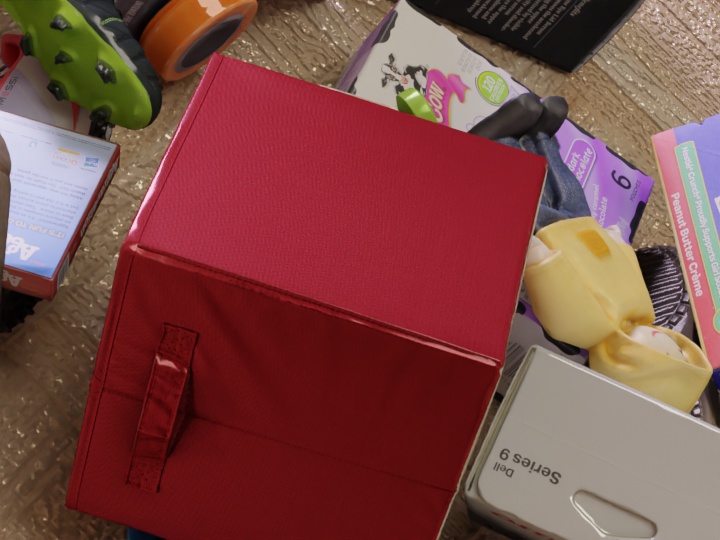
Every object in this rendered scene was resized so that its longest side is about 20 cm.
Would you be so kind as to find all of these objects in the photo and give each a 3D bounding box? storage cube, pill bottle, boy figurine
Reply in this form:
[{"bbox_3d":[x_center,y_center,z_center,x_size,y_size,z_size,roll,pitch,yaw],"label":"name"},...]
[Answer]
[{"bbox_3d":[-0.025,0.031,1.104,0.179,0.172,0.200,17,37,0],"label":"storage cube"},{"bbox_3d":[-0.146,-0.206,1.310,0.106,0.106,0.200,-31,79,-44],"label":"pill bottle"},{"bbox_3d":[0.125,-0.002,1.274,0.124,0.064,0.201,5,52,-56],"label":"boy figurine"}]

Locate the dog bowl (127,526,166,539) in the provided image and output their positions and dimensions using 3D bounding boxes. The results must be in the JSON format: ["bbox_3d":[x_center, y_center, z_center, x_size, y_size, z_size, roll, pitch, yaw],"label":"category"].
[{"bbox_3d":[-0.041,0.131,1.159,0.111,0.050,0.200,32,43,14],"label":"dog bowl"}]

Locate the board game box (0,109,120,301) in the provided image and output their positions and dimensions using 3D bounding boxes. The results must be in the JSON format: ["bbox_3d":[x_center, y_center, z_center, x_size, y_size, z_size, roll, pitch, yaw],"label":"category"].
[{"bbox_3d":[-0.232,-0.052,1.145,0.199,0.020,0.103,16,46,5],"label":"board game box"}]

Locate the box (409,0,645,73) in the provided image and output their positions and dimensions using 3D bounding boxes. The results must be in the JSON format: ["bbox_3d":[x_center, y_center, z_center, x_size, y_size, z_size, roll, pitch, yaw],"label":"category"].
[{"bbox_3d":[0.087,-0.245,1.504,0.199,0.104,0.149,19,49,-22],"label":"box"}]

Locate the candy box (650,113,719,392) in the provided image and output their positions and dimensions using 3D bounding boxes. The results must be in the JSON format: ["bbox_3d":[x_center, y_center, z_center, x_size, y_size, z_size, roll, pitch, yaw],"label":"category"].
[{"bbox_3d":[0.253,0.024,1.375,0.200,0.077,0.170,51,26,-52],"label":"candy box"}]

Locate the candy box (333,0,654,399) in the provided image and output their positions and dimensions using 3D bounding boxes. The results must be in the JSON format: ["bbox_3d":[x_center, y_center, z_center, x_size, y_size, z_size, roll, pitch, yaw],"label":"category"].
[{"bbox_3d":[0.061,-0.041,1.358,0.200,0.072,0.168,35,46,-9],"label":"candy box"}]

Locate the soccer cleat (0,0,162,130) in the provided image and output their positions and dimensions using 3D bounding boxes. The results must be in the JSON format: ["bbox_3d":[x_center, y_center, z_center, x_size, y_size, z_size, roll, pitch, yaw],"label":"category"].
[{"bbox_3d":[-0.161,-0.155,1.214,0.081,0.068,0.200,-31,64,-33],"label":"soccer cleat"}]

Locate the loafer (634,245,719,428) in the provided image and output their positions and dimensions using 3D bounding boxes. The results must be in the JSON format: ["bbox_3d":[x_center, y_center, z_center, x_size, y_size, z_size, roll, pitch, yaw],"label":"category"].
[{"bbox_3d":[0.179,0.063,1.370,0.201,0.075,0.069,-86,160,-50],"label":"loafer"}]

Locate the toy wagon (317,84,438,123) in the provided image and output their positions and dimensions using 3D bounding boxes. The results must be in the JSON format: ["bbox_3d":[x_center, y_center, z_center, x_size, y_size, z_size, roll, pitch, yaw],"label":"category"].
[{"bbox_3d":[0.000,0.000,1.249,0.155,0.040,0.201,-30,95,-9],"label":"toy wagon"}]

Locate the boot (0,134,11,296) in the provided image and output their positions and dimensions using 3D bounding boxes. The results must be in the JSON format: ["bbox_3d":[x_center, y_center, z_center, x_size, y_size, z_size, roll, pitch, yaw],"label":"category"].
[{"bbox_3d":[-0.259,-0.016,1.073,0.199,0.070,0.147,-16,67,-7],"label":"boot"}]

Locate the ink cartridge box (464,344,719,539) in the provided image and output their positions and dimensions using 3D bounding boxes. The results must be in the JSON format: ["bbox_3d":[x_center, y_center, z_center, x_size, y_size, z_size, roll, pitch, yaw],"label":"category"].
[{"bbox_3d":[0.134,0.115,1.177,0.145,0.200,0.088,24,84,7],"label":"ink cartridge box"}]

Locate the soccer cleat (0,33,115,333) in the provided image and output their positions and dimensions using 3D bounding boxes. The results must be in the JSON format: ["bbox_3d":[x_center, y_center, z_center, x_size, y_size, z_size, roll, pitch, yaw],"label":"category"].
[{"bbox_3d":[-0.184,-0.050,1.208,0.073,0.068,0.201,15,50,1],"label":"soccer cleat"}]
